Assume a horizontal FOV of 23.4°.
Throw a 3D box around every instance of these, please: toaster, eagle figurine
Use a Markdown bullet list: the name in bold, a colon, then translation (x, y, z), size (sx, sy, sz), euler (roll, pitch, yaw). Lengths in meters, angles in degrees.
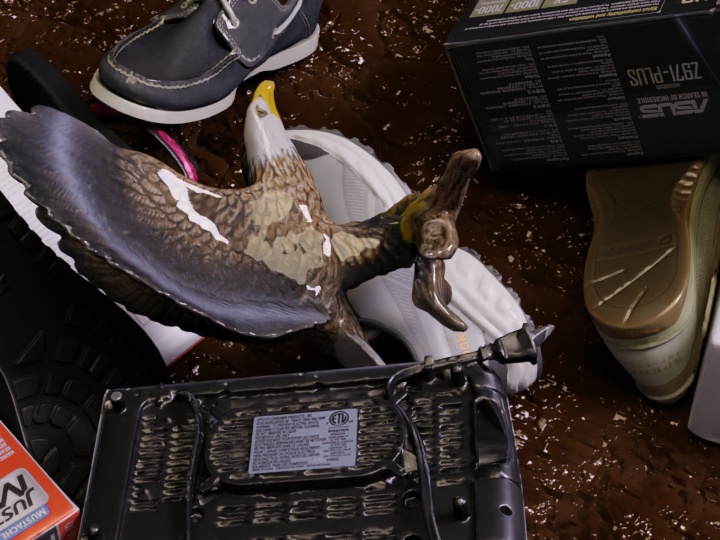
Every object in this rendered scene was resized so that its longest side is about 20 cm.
- **toaster**: translation (-0.012, 0.131, 0.694), size (0.199, 0.119, 0.181), euler (-6, 43, 7)
- **eagle figurine**: translation (-0.057, -0.017, 0.776), size (0.199, 0.152, 0.151), euler (-4, 40, -8)

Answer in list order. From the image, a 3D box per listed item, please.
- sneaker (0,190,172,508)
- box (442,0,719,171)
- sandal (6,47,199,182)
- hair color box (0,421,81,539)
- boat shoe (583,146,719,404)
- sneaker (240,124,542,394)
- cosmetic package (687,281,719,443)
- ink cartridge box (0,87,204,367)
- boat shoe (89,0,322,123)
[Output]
- **sneaker**: translation (-0.158, 0.026, 0.793), size (0.076, 0.200, 0.087), euler (-42, 22, -23)
- **box**: translation (0.170, -0.140, 0.928), size (0.199, 0.086, 0.164), euler (-4, 37, 30)
- **sandal**: translation (-0.121, -0.059, 0.911), size (0.045, 0.075, 0.200), euler (-27, 52, -23)
- **hair color box**: translation (-0.197, 0.084, 0.757), size (0.064, 0.111, 0.200), euler (-31, 57, -26)
- **boat shoe**: translation (0.160, -0.021, 0.907), size (0.073, 0.063, 0.201), euler (-12, 38, 22)
- **sneaker**: translation (0.000, 0.000, 0.867), size (0.079, 0.074, 0.200), euler (-33, 58, -21)
- **cosmetic package**: translation (0.234, -0.001, 0.877), size (0.101, 0.074, 0.200), euler (15, 48, 11)
- **ink cartridge box**: translation (-0.182, -0.007, 0.865), size (0.109, 0.050, 0.200), euler (-39, 86, -31)
- **boat shoe**: translation (-0.080, -0.135, 0.945), size (0.072, 0.068, 0.200), euler (27, 34, 15)
